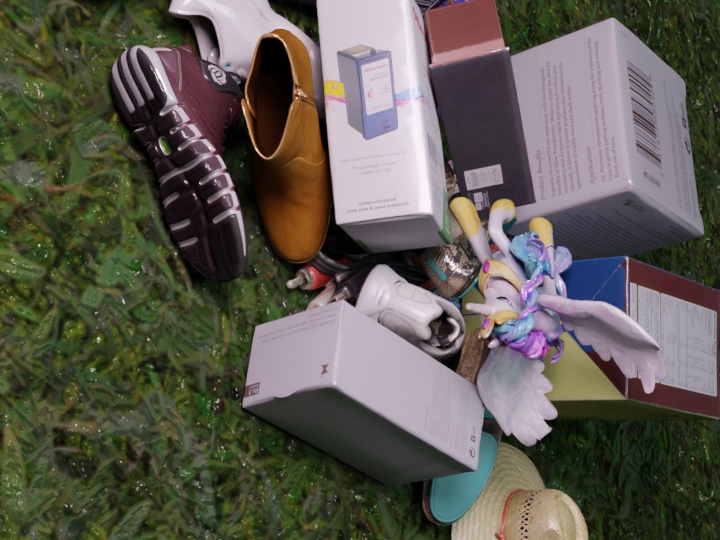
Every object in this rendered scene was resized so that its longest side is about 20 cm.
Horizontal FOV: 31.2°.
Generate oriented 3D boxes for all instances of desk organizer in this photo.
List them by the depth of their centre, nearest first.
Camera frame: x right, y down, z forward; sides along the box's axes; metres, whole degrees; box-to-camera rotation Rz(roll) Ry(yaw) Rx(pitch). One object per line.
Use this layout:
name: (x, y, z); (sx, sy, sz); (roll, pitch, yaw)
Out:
desk organizer: (0.111, -0.149, 1.199); (0.201, 0.071, 0.078); (71, 10, -49)

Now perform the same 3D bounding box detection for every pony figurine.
pony figurine: (0.152, 0.038, 1.141); (0.193, 0.166, 0.201); (42, 28, -26)

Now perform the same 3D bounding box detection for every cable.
cable: (0.000, 0.000, 1.209); (0.098, 0.050, 0.199); (58, 33, 1)

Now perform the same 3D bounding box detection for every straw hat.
straw hat: (0.179, 0.266, 1.287); (0.200, 0.084, 0.204); (21, 62, -45)

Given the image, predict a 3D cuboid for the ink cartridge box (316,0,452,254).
ink cartridge box: (0.024, -0.128, 1.131); (0.145, 0.086, 0.204); (37, 48, -76)

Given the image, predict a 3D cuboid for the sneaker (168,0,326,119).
sneaker: (-0.096, -0.188, 1.141); (0.200, 0.075, 0.089); (45, 67, -35)

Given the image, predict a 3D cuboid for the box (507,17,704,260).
box: (0.261, -0.133, 1.443); (0.199, 0.169, 0.202); (23, 58, -50)

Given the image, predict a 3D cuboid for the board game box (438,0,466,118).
board game box: (0.063, -0.262, 1.361); (0.199, 0.044, 0.136); (36, 52, -37)

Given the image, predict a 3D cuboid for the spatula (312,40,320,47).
spatula: (0.023, -0.195, 1.243); (0.197, 0.021, 0.057); (13, 53, -17)

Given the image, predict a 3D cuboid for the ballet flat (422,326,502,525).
ballet flat: (0.104, 0.145, 1.243); (0.070, 0.065, 0.202); (27, 84, -23)

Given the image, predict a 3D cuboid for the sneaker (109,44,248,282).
sneaker: (-0.119, -0.099, 1.068); (0.115, 0.075, 0.203); (-31, 101, -53)

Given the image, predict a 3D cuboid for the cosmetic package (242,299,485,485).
cosmetic package: (0.006, 0.111, 1.115); (0.199, 0.112, 0.082); (37, 51, -39)

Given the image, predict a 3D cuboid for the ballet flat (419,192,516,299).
ballet flat: (0.104, -0.040, 1.287); (0.075, 0.068, 0.200); (44, 30, -1)

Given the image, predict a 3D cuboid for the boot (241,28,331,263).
boot: (-0.067, -0.094, 1.060); (0.144, 0.070, 0.205); (-67, 155, -77)

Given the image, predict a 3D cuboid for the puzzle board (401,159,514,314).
puzzle board: (0.104, -0.037, 1.357); (0.199, 0.017, 0.153); (-26, 98, -51)

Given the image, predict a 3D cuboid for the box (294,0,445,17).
box: (0.012, -0.332, 1.167); (0.197, 0.198, 0.125); (9, 68, -28)

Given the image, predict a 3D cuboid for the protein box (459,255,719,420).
protein box: (0.236, 0.076, 1.318); (0.199, 0.196, 0.137); (15, 74, -47)

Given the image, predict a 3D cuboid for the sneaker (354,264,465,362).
sneaker: (0.064, 0.055, 1.194); (0.200, 0.080, 0.076); (27, 83, -64)

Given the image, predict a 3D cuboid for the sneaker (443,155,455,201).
sneaker: (0.025, -0.131, 1.263); (0.069, 0.076, 0.202); (-6, 60, -29)
